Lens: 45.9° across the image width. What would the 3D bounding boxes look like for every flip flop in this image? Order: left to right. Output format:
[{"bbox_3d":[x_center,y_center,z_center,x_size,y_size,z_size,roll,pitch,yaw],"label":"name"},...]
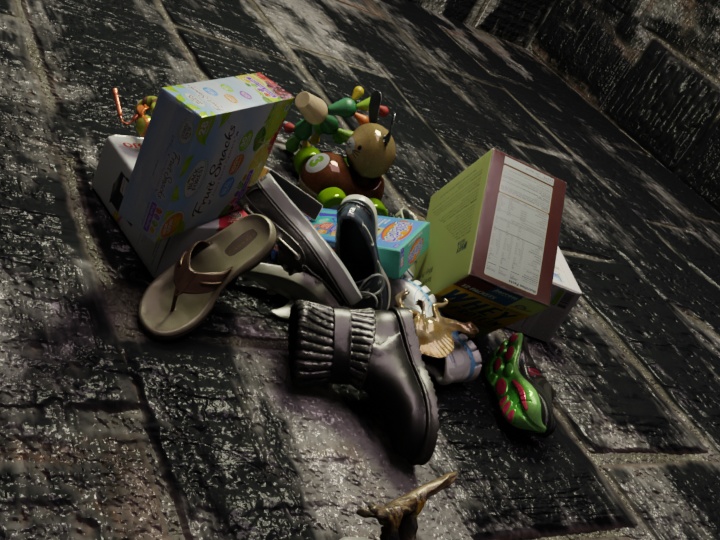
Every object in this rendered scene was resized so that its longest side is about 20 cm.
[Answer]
[{"bbox_3d":[-0.180,-0.002,0.995,0.200,0.058,0.081,-41,69,-18],"label":"flip flop"}]

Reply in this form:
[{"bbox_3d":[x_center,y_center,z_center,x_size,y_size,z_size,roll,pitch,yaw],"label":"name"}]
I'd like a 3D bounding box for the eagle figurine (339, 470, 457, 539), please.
[{"bbox_3d":[0.063,0.303,0.772,0.150,0.151,0.202,-19,79,-6],"label":"eagle figurine"}]

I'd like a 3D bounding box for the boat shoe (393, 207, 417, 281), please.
[{"bbox_3d":[0.090,-0.027,1.398,0.071,0.062,0.201,9,35,-36],"label":"boat shoe"}]

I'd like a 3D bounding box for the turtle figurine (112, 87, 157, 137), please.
[{"bbox_3d":[-0.242,-0.203,1.149,0.160,0.065,0.200,-11,45,-37],"label":"turtle figurine"}]

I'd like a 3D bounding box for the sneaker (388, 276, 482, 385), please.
[{"bbox_3d":[0.079,0.083,1.195,0.086,0.075,0.200,-14,50,-47],"label":"sneaker"}]

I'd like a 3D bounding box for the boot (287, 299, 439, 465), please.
[{"bbox_3d":[-0.003,0.132,1.007,0.156,0.080,0.213,3,53,-23],"label":"boot"}]

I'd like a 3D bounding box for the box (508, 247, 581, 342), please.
[{"bbox_3d":[0.289,0.011,1.478,0.100,0.113,0.201,20,30,-16],"label":"box"}]

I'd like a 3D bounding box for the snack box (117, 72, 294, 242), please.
[{"bbox_3d":[-0.181,-0.140,1.016,0.067,0.170,0.200,35,29,14],"label":"snack box"}]

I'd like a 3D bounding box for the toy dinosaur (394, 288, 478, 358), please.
[{"bbox_3d":[0.073,0.081,1.118,0.198,0.059,0.101,-22,58,-30],"label":"toy dinosaur"}]

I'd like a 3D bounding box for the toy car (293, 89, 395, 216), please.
[{"bbox_3d":[-0.003,-0.200,1.447,0.156,0.201,0.165,12,31,-32],"label":"toy car"}]

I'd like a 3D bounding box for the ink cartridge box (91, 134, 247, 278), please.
[{"bbox_3d":[-0.247,-0.087,1.137,0.145,0.083,0.200,-2,41,-45],"label":"ink cartridge box"}]

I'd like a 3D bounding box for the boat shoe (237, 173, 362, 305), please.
[{"bbox_3d":[-0.077,-0.027,1.076,0.201,0.064,0.071,50,0,7],"label":"boat shoe"}]

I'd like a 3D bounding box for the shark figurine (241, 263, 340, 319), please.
[{"bbox_3d":[-0.097,0.006,1.131,0.212,0.090,0.129,26,25,-13],"label":"shark figurine"}]

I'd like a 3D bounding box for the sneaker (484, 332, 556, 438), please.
[{"bbox_3d":[0.232,0.166,1.220,0.084,0.077,0.201,39,26,-22],"label":"sneaker"}]

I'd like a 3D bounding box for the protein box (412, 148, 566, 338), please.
[{"bbox_3d":[0.186,-0.033,1.269,0.134,0.198,0.202,21,66,-16],"label":"protein box"}]

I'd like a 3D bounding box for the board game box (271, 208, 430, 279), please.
[{"bbox_3d":[-0.012,-0.044,1.256,0.197,0.046,0.152,9,21,20],"label":"board game box"}]

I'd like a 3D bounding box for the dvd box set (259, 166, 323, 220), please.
[{"bbox_3d":[-0.167,-0.143,1.260,0.199,0.030,0.146,28,-2,33],"label":"dvd box set"}]

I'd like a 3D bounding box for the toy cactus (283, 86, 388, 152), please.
[{"bbox_3d":[-0.062,-0.278,1.518,0.165,0.198,0.104,31,51,-61],"label":"toy cactus"}]

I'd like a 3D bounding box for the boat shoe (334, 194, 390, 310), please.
[{"bbox_3d":[0.000,0.000,1.141,0.074,0.202,0.062,7,33,14],"label":"boat shoe"}]
